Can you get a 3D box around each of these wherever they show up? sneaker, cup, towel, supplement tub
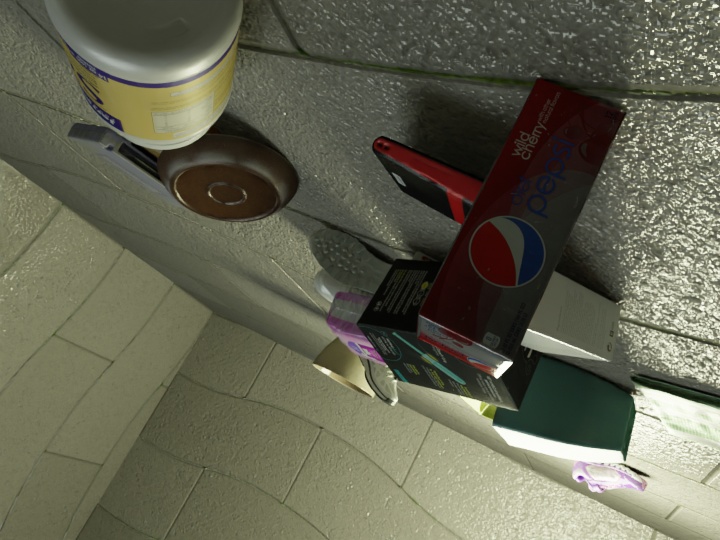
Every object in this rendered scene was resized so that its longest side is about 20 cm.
[{"bbox_3d":[0.000,0.000,0.995,0.199,0.077,0.080,32,174,-5],"label":"sneaker"},{"bbox_3d":[-0.019,0.256,1.716,0.199,0.144,0.200,27,164,8],"label":"cup"},{"bbox_3d":[0.634,0.537,1.536,0.080,0.089,0.199,41,160,-34],"label":"sneaker"},{"bbox_3d":[0.018,0.046,1.120,0.199,0.074,0.115,26,165,-23],"label":"sneaker"},{"bbox_3d":[0.502,0.222,0.877,0.152,0.023,0.200,13,158,49],"label":"towel"},{"bbox_3d":[0.069,0.235,1.491,0.076,0.115,0.201,35,-162,-38],"label":"sneaker"},{"bbox_3d":[-0.183,-0.199,0.526,0.145,0.146,0.200,31,164,-9],"label":"supplement tub"}]

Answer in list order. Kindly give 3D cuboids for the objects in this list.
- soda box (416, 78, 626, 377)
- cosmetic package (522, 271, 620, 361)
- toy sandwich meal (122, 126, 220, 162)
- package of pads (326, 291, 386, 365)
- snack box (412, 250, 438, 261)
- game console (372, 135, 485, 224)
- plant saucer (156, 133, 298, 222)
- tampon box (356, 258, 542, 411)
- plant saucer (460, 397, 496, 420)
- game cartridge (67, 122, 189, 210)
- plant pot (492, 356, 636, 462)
[{"bbox_3d":[0.112,-0.032,0.422,0.070,0.201,0.063,26,164,12],"label":"soda box"},{"bbox_3d":[0.195,0.044,0.664,0.199,0.075,0.101,23,166,-39],"label":"cosmetic package"},{"bbox_3d":[-0.274,-0.184,0.909,0.204,0.071,0.205,27,170,5],"label":"toy sandwich meal"},{"bbox_3d":[0.025,0.108,1.044,0.120,0.076,0.200,17,163,19],"label":"package of pads"},{"bbox_3d":[0.166,0.035,0.882,0.199,0.024,0.072,27,162,10],"label":"snack box"},{"bbox_3d":[0.105,-0.065,0.570,0.176,0.031,0.200,31,-177,11],"label":"game console"},{"bbox_3d":[-0.189,-0.120,0.848,0.198,0.032,0.201,2,155,1],"label":"plant saucer"},{"bbox_3d":[0.129,0.081,0.818,0.199,0.127,0.150,6,142,40],"label":"tampon box"},{"bbox_3d":[0.356,0.345,1.501,0.199,0.048,0.200,15,159,42],"label":"plant saucer"},{"bbox_3d":[-0.337,-0.157,0.919,0.129,0.039,0.200,24,170,43],"label":"game cartridge"},{"bbox_3d":[0.353,0.242,1.011,0.199,0.142,0.141,10,157,33],"label":"plant pot"}]
